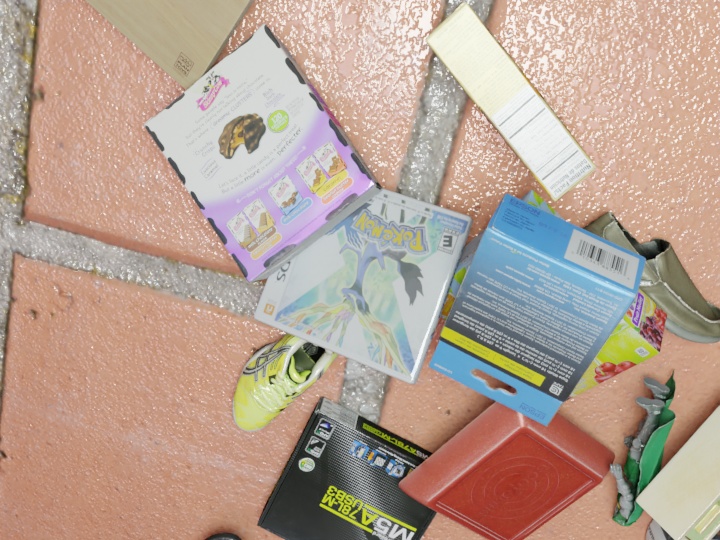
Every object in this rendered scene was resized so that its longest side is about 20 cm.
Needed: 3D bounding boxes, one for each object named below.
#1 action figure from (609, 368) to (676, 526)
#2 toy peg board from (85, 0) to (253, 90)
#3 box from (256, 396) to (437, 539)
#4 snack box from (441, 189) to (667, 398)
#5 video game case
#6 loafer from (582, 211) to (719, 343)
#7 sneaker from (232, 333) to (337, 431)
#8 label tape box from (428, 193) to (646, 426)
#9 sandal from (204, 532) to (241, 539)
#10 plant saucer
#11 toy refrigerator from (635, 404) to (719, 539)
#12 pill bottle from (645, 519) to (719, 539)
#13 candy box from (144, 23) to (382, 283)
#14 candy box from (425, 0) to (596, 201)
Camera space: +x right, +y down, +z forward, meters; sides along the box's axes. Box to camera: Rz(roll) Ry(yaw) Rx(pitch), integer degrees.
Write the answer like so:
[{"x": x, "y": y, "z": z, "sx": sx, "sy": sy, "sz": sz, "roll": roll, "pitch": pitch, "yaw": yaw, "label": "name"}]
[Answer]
[{"x": 0.328, "y": 0.226, "z": 0.876, "sx": 0.054, "sy": 0.118, "sz": 0.203, "roll": 17, "pitch": 121, "yaw": 28, "label": "action figure"}, {"x": -0.182, "y": -0.334, "z": 0.759, "sx": 0.199, "sy": 0.098, "sz": 0.199, "roll": 41, "pitch": 124, "yaw": -6, "label": "toy peg board"}, {"x": -0.007, "y": 0.289, "z": 0.955, "sx": 0.198, "sy": 0.048, "sz": 0.195, "roll": 28, "pitch": 107, "yaw": -2, "label": "box"}, {"x": 0.194, "y": 0.039, "z": 0.803, "sx": 0.199, "sy": 0.068, "sz": 0.169, "roll": 41, "pitch": 136, "yaw": -5, "label": "snack box"}, {"x": 0.000, "y": 0.000, "z": 0.806, "sx": 0.197, "sy": 0.022, "sz": 0.185, "roll": 19, "pitch": 87, "yaw": 19, "label": "video game case"}, {"x": 0.321, "y": 0.007, "z": 0.806, "sx": 0.198, "sy": 0.075, "sz": 0.070, "roll": 32, "pitch": 113, "yaw": -4, "label": "loafer"}, {"x": -0.093, "y": 0.121, "z": 0.886, "sx": 0.075, "sy": 0.077, "sz": 0.201, "roll": 37, "pitch": 110, "yaw": -8, "label": "sneaker"}, {"x": 0.164, "y": 0.044, "z": 0.730, "sx": 0.142, "sy": 0.064, "sz": 0.202, "roll": 26, "pitch": 135, "yaw": 9, "label": "label tape box"}, {"x": -0.191, "y": 0.422, "z": 1.026, "sx": 0.074, "sy": 0.048, "sz": 0.203, "roll": 11, "pitch": 122, "yaw": 2, "label": "sandal"}, {"x": 0.180, "y": 0.250, "z": 0.884, "sx": 0.199, "sy": 0.037, "sz": 0.200, "roll": 35, "pitch": 113, "yaw": -28, "label": "plant saucer"}, {"x": 0.408, "y": 0.215, "z": 0.829, "sx": 0.201, "sy": 0.070, "sz": 0.076, "roll": -49, "pitch": 132, "yaw": 4, "label": "toy refrigerator"}, {"x": 0.401, "y": 0.369, "z": 0.849, "sx": 0.104, "sy": 0.200, "sz": 0.108, "roll": 2, "pitch": 109, "yaw": 6, "label": "pill bottle"}, {"x": -0.100, "y": -0.120, "z": 0.785, "sx": 0.167, "sy": 0.072, "sz": 0.202, "roll": -35, "pitch": 87, "yaw": 9, "label": "candy box"}, {"x": 0.148, "y": -0.172, "z": 0.747, "sx": 0.055, "sy": 0.116, "sz": 0.200, "roll": -39, "pitch": 100, "yaw": 18, "label": "candy box"}]
